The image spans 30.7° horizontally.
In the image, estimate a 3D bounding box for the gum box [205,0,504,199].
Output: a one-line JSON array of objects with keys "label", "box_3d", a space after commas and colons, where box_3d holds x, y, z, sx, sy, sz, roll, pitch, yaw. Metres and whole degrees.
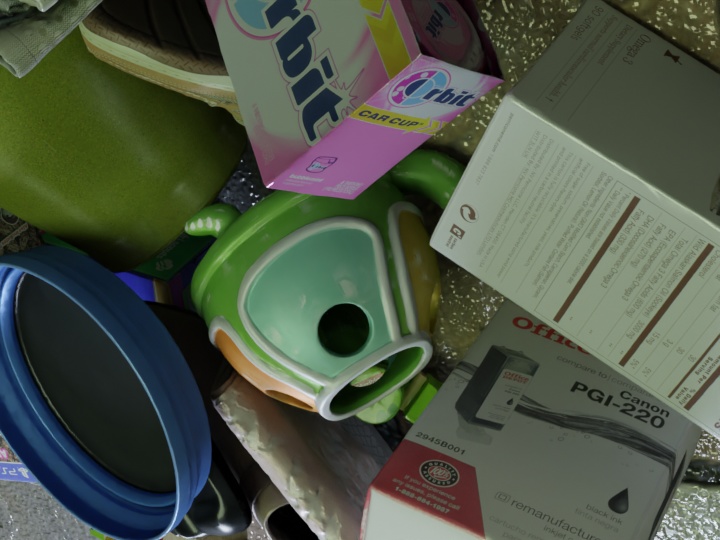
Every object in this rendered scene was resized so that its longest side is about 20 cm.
[{"label": "gum box", "box_3d": [-0.019, -0.153, 0.664, 0.113, 0.066, 0.202, -36, 63, 36]}]

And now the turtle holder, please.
[{"label": "turtle holder", "box_3d": [-0.005, 0.007, 0.800, 0.132, 0.184, 0.141, 57, 154, 24]}]

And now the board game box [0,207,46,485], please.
[{"label": "board game box", "box_3d": [-0.292, 0.043, 0.957, 0.158, 0.097, 0.202, -2, 120, 37]}]

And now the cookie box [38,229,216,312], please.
[{"label": "cookie box", "box_3d": [-0.195, 0.035, 1.007, 0.198, 0.075, 0.173, 15, 130, 25]}]

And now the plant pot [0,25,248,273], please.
[{"label": "plant pot", "box_3d": [-0.178, -0.107, 0.817, 0.199, 0.201, 0.193, -21, 122, 43]}]

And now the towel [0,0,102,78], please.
[{"label": "towel", "box_3d": [-0.150, -0.199, 0.666, 0.192, 0.200, 0.035, 35, 169, 43]}]

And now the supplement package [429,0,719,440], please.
[{"label": "supplement package", "box_3d": [0.159, -0.025, 0.680, 0.199, 0.117, 0.118, 33, 136, 7]}]

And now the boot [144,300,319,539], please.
[{"label": "boot", "box_3d": [-0.080, 0.117, 0.897, 0.200, 0.070, 0.147, 43, -172, -41]}]

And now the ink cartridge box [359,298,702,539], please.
[{"label": "ink cartridge box", "box_3d": [0.107, 0.120, 0.772, 0.144, 0.200, 0.085, 21, 128, 19]}]

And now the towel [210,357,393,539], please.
[{"label": "towel", "box_3d": [-0.020, 0.126, 0.894, 0.032, 0.191, 0.200, -37, 100, 11]}]

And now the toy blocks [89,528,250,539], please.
[{"label": "toy blocks", "box_3d": [-0.161, 0.171, 1.082, 0.199, 0.099, 0.138, 9, 109, 48]}]

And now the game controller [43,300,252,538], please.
[{"label": "game controller", "box_3d": [-0.140, 0.089, 0.860, 0.104, 0.042, 0.201, -19, 104, 49]}]

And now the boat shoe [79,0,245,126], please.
[{"label": "boat shoe", "box_3d": [-0.064, -0.112, 0.749, 0.198, 0.072, 0.076, 11, 145, -16]}]

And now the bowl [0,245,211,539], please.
[{"label": "bowl", "box_3d": [-0.171, 0.076, 0.819, 0.199, 0.039, 0.202, 24, 132, 30]}]

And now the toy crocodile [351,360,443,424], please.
[{"label": "toy crocodile", "box_3d": [-0.011, 0.046, 0.896, 0.199, 0.067, 0.062, 37, 100, 6]}]
